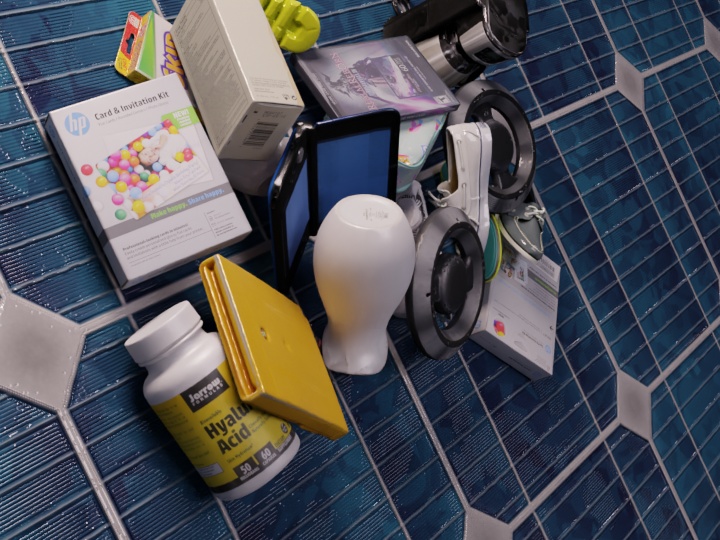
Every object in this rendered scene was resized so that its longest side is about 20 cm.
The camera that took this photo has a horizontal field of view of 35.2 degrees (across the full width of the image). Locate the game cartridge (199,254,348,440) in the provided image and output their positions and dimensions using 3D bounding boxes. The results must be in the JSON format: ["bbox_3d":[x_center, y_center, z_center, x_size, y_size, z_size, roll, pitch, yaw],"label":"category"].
[{"bbox_3d":[-0.094,0.090,1.258,0.200,0.032,0.177,40,24,-58],"label":"game cartridge"}]

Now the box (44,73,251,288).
[{"bbox_3d":[-0.232,-0.101,1.249,0.156,0.041,0.200,-24,85,-28],"label":"box"}]

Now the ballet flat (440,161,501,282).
[{"bbox_3d":[0.172,-0.077,1.707,0.067,0.067,0.200,14,58,-69],"label":"ballet flat"}]

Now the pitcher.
[{"bbox_3d":[0.000,0.000,1.390,0.121,0.200,0.172,2,34,-5],"label":"pitcher"}]

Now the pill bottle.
[{"bbox_3d":[-0.162,0.137,1.215,0.200,0.111,0.111,56,42,-11],"label":"pill bottle"}]

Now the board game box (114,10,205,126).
[{"bbox_3d":[-0.208,-0.237,1.402,0.200,0.030,0.096,29,53,-32],"label":"board game box"}]

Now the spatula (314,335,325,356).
[{"bbox_3d":[-0.074,0.082,1.400,0.200,0.021,0.057,34,49,-33],"label":"spatula"}]

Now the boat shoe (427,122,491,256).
[{"bbox_3d":[0.131,-0.104,1.580,0.086,0.075,0.202,-3,110,-16],"label":"boat shoe"}]

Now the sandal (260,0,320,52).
[{"bbox_3d":[-0.145,-0.363,1.501,0.200,0.080,0.087,38,11,-20],"label":"sandal"}]

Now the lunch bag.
[{"bbox_3d":[0.030,-0.209,1.573,0.160,0.077,0.200,27,46,-1],"label":"lunch bag"}]

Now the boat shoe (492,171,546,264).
[{"bbox_3d":[0.248,-0.087,1.731,0.073,0.062,0.200,36,25,-28],"label":"boat shoe"}]

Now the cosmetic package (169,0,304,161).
[{"bbox_3d":[-0.147,-0.236,1.324,0.073,0.104,0.200,1,56,-37],"label":"cosmetic package"}]

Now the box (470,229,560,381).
[{"bbox_3d":[0.238,0.046,1.732,0.156,0.041,0.200,33,50,-31],"label":"box"}]

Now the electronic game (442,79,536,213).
[{"bbox_3d":[0.193,-0.183,1.680,0.200,0.042,0.201,8,79,-42],"label":"electronic game"}]

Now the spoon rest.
[{"bbox_3d":[-0.154,-0.118,1.365,0.200,0.099,0.061,-19,67,-37],"label":"spoon rest"}]

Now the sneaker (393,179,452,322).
[{"bbox_3d":[0.088,-0.023,1.583,0.115,0.075,0.200,17,65,-43],"label":"sneaker"}]

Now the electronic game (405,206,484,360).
[{"bbox_3d":[0.111,0.017,1.483,0.200,0.042,0.201,-12,104,-58],"label":"electronic game"}]

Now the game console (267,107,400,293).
[{"bbox_3d":[-0.030,-0.081,1.372,0.200,0.118,0.171,90,15,-53],"label":"game console"}]

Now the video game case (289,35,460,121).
[{"bbox_3d":[0.021,-0.256,1.542,0.200,0.019,0.143,-15,59,-34],"label":"video game case"}]

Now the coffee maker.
[{"bbox_3d":[0.136,-0.370,1.692,0.135,0.200,0.192,-13,82,-49],"label":"coffee maker"}]
